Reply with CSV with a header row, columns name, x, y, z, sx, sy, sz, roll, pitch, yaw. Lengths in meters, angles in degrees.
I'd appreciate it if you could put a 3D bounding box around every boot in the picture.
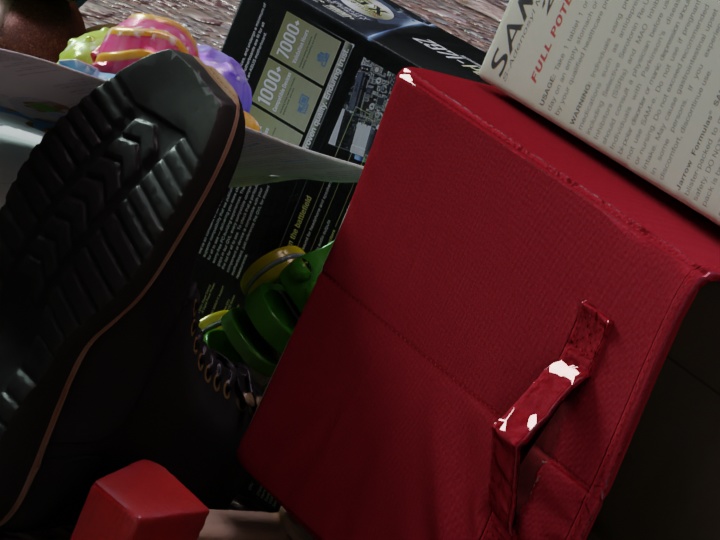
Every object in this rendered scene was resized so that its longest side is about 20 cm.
name,x,y,z,sx,sy,sz,roll,pitch,yaw
boot,-0.070,0.016,1.054,0.138,0.200,0.077,12,33,-44

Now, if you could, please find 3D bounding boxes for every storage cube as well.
name,x,y,z,sx,sy,sz,roll,pitch,yaw
storage cube,0.092,0.046,1.041,0.200,0.171,0.180,10,19,-40

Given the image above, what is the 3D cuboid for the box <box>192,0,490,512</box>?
name,x,y,z,sx,sy,sz,roll,pitch,yaw
box,0.000,0.000,1.196,0.164,0.200,0.086,31,18,29

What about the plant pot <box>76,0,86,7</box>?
name,x,y,z,sx,sy,sz,roll,pitch,yaw
plant pot,-0.239,-0.192,1.541,0.200,0.200,0.188,22,23,-1

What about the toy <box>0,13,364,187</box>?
name,x,y,z,sx,sy,sz,roll,pitch,yaw
toy,-0.094,-0.073,1.077,0.200,0.047,0.115,12,-7,-39

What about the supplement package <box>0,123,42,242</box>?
name,x,y,z,sx,sy,sz,roll,pitch,yaw
supplement package,-0.192,-0.018,1.140,0.200,0.117,0.117,32,16,29

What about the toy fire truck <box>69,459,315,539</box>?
name,x,y,z,sx,sy,sz,roll,pitch,yaw
toy fire truck,-0.004,0.121,1.069,0.141,0.049,0.200,32,18,29

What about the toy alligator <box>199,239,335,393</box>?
name,x,y,z,sx,sy,sz,roll,pitch,yaw
toy alligator,-0.024,0.017,1.126,0.054,0.200,0.059,2,49,-55

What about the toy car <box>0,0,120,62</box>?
name,x,y,z,sx,sy,sz,roll,pitch,yaw
toy car,-0.125,-0.073,1.378,0.200,0.164,0.158,31,13,-16

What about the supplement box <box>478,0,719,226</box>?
name,x,y,z,sx,sy,sz,roll,pitch,yaw
supplement box,0.154,-0.054,1.005,0.126,0.074,0.200,12,17,-40
